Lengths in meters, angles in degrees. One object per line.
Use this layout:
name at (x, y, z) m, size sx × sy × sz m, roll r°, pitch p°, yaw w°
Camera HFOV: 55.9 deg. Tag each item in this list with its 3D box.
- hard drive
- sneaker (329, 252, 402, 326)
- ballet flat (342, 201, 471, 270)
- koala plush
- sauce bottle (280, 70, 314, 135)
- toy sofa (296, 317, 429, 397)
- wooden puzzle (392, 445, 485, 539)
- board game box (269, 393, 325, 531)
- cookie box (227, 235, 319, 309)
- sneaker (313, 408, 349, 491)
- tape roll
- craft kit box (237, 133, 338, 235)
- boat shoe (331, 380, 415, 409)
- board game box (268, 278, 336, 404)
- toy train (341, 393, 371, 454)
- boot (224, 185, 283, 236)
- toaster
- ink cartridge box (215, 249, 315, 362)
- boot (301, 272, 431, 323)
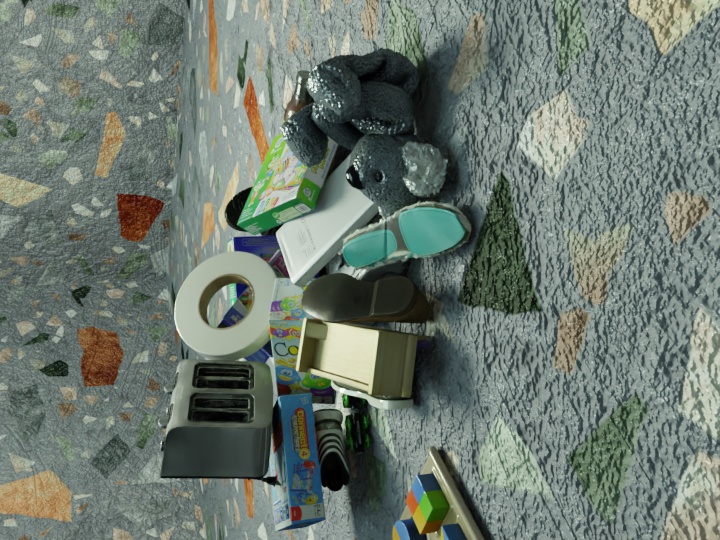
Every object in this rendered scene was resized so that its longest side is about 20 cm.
hard drive at (-0.050, -0.084, 1.081) m, size 0.200 × 0.027 × 0.132 m, roll -44°, pitch 42°, yaw 19°
sneaker at (0.000, 0.000, 1.037) m, size 0.200 × 0.075 × 0.116 m, roll 113°, pitch 144°, yaw -52°
ballet flat at (0.062, -0.050, 0.873) m, size 0.199 × 0.071 × 0.072 m, roll -11°, pitch 81°, yaw 39°
koala plush at (0.030, -0.164, 0.887) m, size 0.201 × 0.183 × 0.177 m, roll 61°, pitch 152°, yaw 8°
sauce bottle at (-0.118, -0.286, 1.317) m, size 0.066 × 0.066 × 0.201 m, roll -117°, pitch 35°, yaw -45°
toy sofa at (0.002, 0.119, 0.948) m, size 0.199 × 0.097 × 0.084 m, roll 3°, pitch 84°, yaw 54°
wooden puzzle at (0.096, 0.362, 0.880) m, size 0.186 × 0.046 × 0.201 m, roll -120°, pitch 35°, yaw -48°
board game box at (-0.114, 0.329, 1.147) m, size 0.200 × 0.055 × 0.197 m, roll 121°, pitch 144°, yaw -63°
cookie box at (-0.168, 0.036, 1.327) m, size 0.075 × 0.170 × 0.202 m, roll 165°, pitch 102°, yaw -71°
sneaker at (-0.059, 0.331, 1.160) m, size 0.201 × 0.075 × 0.116 m, roll 93°, pitch 173°, yaw -51°
tape roll at (-0.233, 0.062, 1.212) m, size 0.037 × 0.201 × 0.204 m, roll 63°, pitch -170°, yaw -61°
craft kit box at (-0.118, -0.172, 1.176) m, size 0.199 × 0.048 × 0.199 m, roll -16°, pitch 46°, yaw 50°
boat shoe at (0.015, 0.162, 1.027) m, size 0.201 × 0.072 × 0.061 m, roll 3°, pitch 93°, yaw 61°
board game box at (-0.092, 0.122, 1.151) m, size 0.105 × 0.102 × 0.201 m, roll -88°, pitch -2°, yaw -50°
toy train at (-0.014, 0.205, 1.145) m, size 0.056 × 0.041 × 0.202 m, roll 134°, pitch 130°, yaw -74°
boot at (-0.185, -0.108, 1.332) m, size 0.080 × 0.210 × 0.158 m, roll 60°, pitch 148°, yaw 6°
toaster at (-0.226, 0.247, 1.118) m, size 0.181 × 0.198 × 0.119 m, roll -103°, pitch 20°, yaw -60°
ink cartridge box at (-0.168, 0.073, 1.265) m, size 0.200 × 0.119 × 0.042 m, roll -51°, pitch 9°, yaw -11°
boot at (0.005, 0.049, 0.936) m, size 0.199 × 0.075 × 0.074 m, roll 1°, pitch 67°, yaw 37°
